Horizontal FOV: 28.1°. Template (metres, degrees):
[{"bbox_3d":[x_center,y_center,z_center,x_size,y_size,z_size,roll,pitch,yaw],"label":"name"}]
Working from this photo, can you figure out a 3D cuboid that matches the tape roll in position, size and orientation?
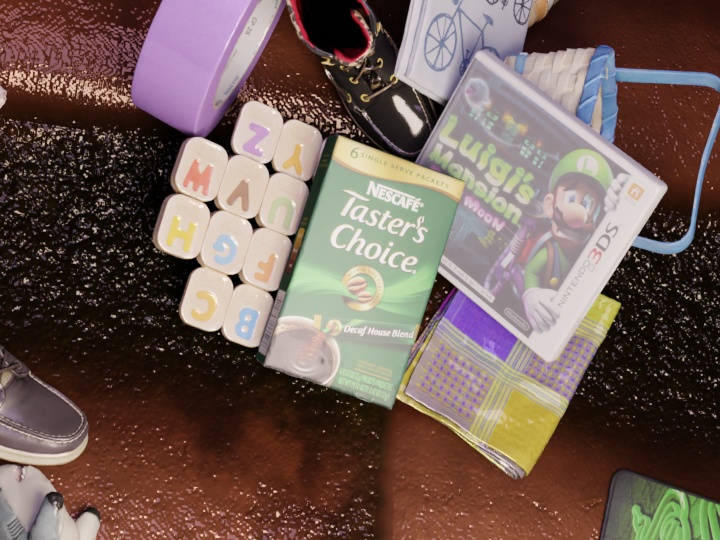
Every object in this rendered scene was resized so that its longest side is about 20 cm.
[{"bbox_3d":[-0.118,-0.214,1.219,0.065,0.200,0.202,28,65,0],"label":"tape roll"}]

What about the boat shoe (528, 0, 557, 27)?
[{"bbox_3d":[0.105,-0.313,1.380,0.199,0.075,0.069,40,60,4],"label":"boat shoe"}]

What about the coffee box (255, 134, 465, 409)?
[{"bbox_3d":[0.000,0.000,1.197,0.122,0.044,0.202,20,89,-13],"label":"coffee box"}]

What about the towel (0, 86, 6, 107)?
[{"bbox_3d":[-0.434,-0.144,1.212,0.199,0.032,0.192,36,65,2],"label":"towel"}]

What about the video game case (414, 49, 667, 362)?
[{"bbox_3d":[0.132,-0.054,1.214,0.200,0.183,0.023,40,27,21],"label":"video game case"}]

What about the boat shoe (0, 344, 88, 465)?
[{"bbox_3d":[-0.301,0.084,1.122,0.198,0.065,0.072,28,37,2],"label":"boat shoe"}]

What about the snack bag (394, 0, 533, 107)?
[{"bbox_3d":[0.103,-0.241,1.277,0.021,0.188,0.203,13,88,33],"label":"snack bag"}]

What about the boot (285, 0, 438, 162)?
[{"bbox_3d":[0.000,-0.183,1.246,0.073,0.151,0.202,-29,90,6],"label":"boot"}]

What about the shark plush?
[{"bbox_3d":[-0.254,0.251,1.095,0.082,0.091,0.203,0,85,11],"label":"shark plush"}]

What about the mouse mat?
[{"bbox_3d":[0.268,0.283,1.213,0.159,0.008,0.202,19,64,-5],"label":"mouse mat"}]

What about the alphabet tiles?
[{"bbox_3d":[-0.073,-0.033,1.214,0.198,0.015,0.198,22,79,-25],"label":"alphabet tiles"}]

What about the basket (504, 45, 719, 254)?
[{"bbox_3d":[0.212,-0.111,1.275,0.198,0.140,0.178,10,63,23],"label":"basket"}]

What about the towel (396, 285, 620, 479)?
[{"bbox_3d":[0.130,0.069,1.259,0.143,0.023,0.201,34,65,3],"label":"towel"}]
